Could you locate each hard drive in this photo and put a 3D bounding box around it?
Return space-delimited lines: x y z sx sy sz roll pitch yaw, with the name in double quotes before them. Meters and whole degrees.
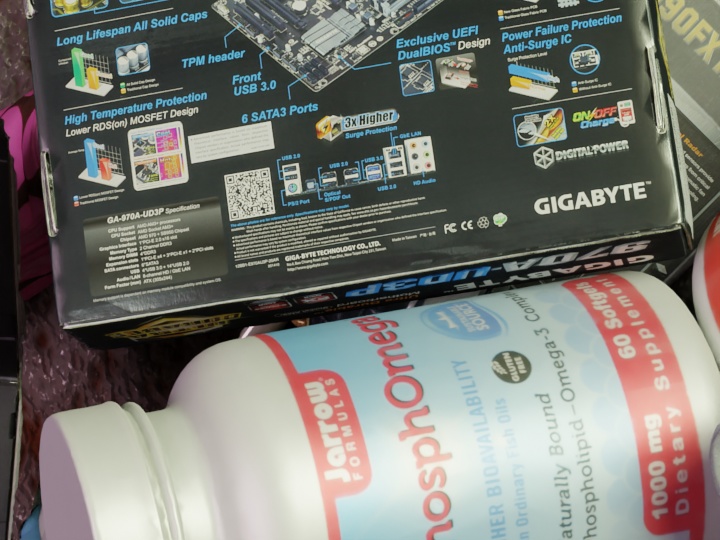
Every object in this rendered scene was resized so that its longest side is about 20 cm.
"hard drive" -0.155 0.046 1.077 0.200 0.038 0.140 -104 19 -59

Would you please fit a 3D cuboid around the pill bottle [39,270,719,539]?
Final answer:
"pill bottle" 0.007 0.068 0.850 0.109 0.199 0.109 170 90 -73

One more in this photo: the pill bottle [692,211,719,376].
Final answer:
"pill bottle" 0.201 -0.026 0.821 0.200 0.115 0.116 -46 63 39

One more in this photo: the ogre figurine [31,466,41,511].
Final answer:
"ogre figurine" -0.078 0.136 1.105 0.119 0.200 0.099 23 77 6

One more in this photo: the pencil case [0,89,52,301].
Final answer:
"pencil case" -0.156 -0.021 1.216 0.091 0.094 0.200 49 137 -11

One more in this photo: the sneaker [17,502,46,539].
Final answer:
"sneaker" -0.051 0.115 0.948 0.087 0.075 0.200 -57 38 8

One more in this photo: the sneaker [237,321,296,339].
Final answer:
"sneaker" -0.026 0.053 1.087 0.075 0.076 0.201 45 137 32

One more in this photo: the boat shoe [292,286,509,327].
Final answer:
"boat shoe" 0.000 0.000 0.941 0.091 0.071 0.201 33 111 12

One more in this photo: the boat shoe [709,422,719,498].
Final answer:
"boat shoe" 0.164 0.122 0.787 0.074 0.065 0.203 -28 87 41

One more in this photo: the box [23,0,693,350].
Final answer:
"box" -0.005 -0.069 0.868 0.199 0.046 0.160 -10 77 8

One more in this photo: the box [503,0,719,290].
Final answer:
"box" 0.053 -0.082 0.952 0.200 0.048 0.158 45 119 5
